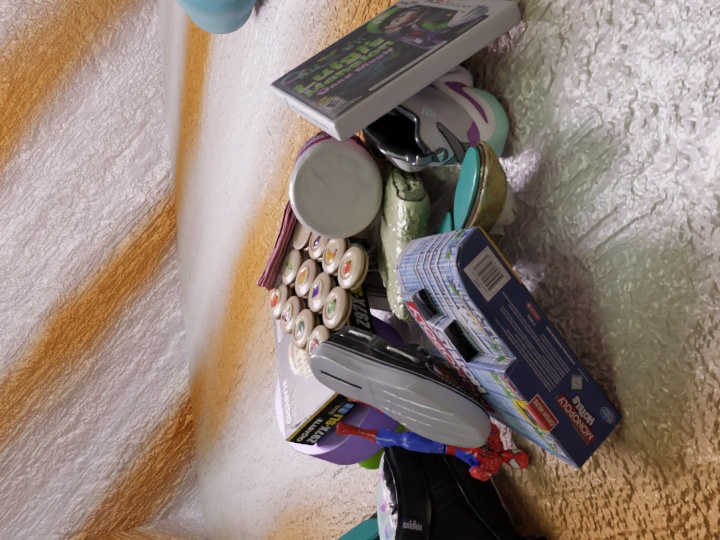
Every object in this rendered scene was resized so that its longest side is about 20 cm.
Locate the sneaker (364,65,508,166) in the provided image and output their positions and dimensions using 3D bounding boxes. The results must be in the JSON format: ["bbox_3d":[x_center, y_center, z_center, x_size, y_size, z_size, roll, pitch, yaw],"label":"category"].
[{"bbox_3d":[0.041,-0.170,0.644,0.201,0.137,0.079,-122,27,-43],"label":"sneaker"}]

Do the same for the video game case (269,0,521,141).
[{"bbox_3d":[0.023,-0.206,0.625,0.182,0.198,0.024,43,166,55],"label":"video game case"}]

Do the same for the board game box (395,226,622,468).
[{"bbox_3d":[0.104,0.064,0.599,0.201,0.061,0.199,51,166,-8],"label":"board game box"}]

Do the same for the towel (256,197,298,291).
[{"bbox_3d":[-0.104,-0.047,0.986,0.200,0.022,0.147,-47,-21,-87],"label":"towel"}]

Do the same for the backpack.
[{"bbox_3d":[0.083,0.271,0.696,0.202,0.163,0.129,-114,27,-48],"label":"backpack"}]

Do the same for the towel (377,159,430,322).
[{"bbox_3d":[0.043,-0.041,0.748,0.201,0.036,0.152,-104,16,-68],"label":"towel"}]

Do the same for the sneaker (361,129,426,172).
[{"bbox_3d":[0.040,-0.163,0.763,0.202,0.075,0.083,-112,11,-45],"label":"sneaker"}]

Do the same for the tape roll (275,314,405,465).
[{"bbox_3d":[-0.027,0.152,0.882,0.198,0.065,0.204,-26,50,35],"label":"tape roll"}]

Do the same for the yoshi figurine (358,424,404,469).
[{"bbox_3d":[-0.007,0.226,0.961,0.199,0.111,0.114,8,122,63],"label":"yoshi figurine"}]

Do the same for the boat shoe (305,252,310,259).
[{"bbox_3d":[-0.067,-0.015,1.046,0.203,0.065,0.074,103,148,-41],"label":"boat shoe"}]

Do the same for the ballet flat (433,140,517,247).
[{"bbox_3d":[0.110,-0.047,0.616,0.201,0.069,0.072,105,148,-59],"label":"ballet flat"}]

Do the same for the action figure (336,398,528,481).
[{"bbox_3d":[0.072,0.160,0.652,0.099,0.195,0.067,75,-149,-65],"label":"action figure"}]

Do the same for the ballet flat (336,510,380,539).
[{"bbox_3d":[0.034,0.321,0.789,0.073,0.198,0.076,24,126,37],"label":"ballet flat"}]

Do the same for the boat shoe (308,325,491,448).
[{"bbox_3d":[0.041,0.099,0.629,0.197,0.071,0.073,21,142,29],"label":"boat shoe"}]

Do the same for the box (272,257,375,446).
[{"bbox_3d":[-0.049,0.091,0.832,0.160,0.049,0.203,-45,41,33],"label":"box"}]

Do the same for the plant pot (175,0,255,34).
[{"bbox_3d":[-0.263,-0.538,1.192,0.188,0.195,0.205,126,133,-79],"label":"plant pot"}]

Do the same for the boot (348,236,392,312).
[{"bbox_3d":[0.000,0.000,0.901,0.198,0.072,0.093,13,91,54],"label":"boot"}]

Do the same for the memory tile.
[{"bbox_3d":[-0.060,0.019,0.825,0.200,0.017,0.156,37,105,58],"label":"memory tile"}]

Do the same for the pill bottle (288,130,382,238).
[{"bbox_3d":[-0.032,-0.118,0.825,0.200,0.109,0.115,-101,9,-73],"label":"pill bottle"}]
